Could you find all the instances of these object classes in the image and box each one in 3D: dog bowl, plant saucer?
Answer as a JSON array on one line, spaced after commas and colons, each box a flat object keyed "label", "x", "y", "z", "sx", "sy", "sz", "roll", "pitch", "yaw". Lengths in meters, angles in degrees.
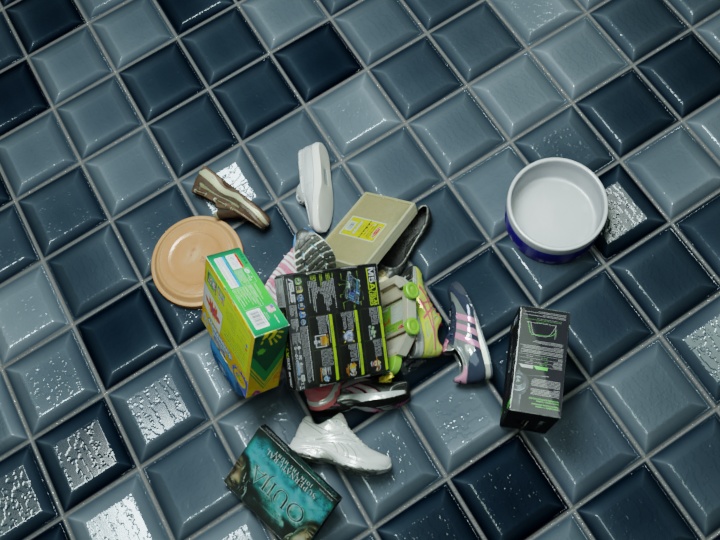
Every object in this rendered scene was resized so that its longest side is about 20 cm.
[{"label": "dog bowl", "x": 0.391, "y": -0.119, "z": 1.557, "sx": 0.196, "sy": 0.079, "sz": 0.204, "roll": -2, "pitch": 69, "yaw": 4}, {"label": "plant saucer", "x": -0.340, "y": -0.021, "z": 1.610, "sx": 0.196, "sy": 0.032, "sz": 0.204, "roll": -1, "pitch": 70, "yaw": 4}]

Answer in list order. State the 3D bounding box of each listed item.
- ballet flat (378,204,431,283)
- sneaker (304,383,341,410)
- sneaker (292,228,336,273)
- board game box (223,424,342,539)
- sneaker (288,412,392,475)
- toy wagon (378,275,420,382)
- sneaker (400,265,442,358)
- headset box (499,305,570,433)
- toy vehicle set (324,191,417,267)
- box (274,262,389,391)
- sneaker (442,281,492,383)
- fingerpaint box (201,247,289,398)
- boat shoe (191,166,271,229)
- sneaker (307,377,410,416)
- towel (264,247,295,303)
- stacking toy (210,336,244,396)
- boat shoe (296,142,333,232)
[{"label": "ballet flat", "x": 0.079, "y": -0.052, "z": 1.571, "sx": 0.066, "sy": 0.057, "sz": 0.202, "roll": 28, "pitch": 75, "yaw": 15}, {"label": "sneaker", "x": -0.054, "y": 0.157, "z": 1.440, "sx": 0.073, "sy": 0.087, "sz": 0.202, "roll": -1, "pitch": 47, "yaw": 28}, {"label": "sneaker", "x": -0.085, "y": -0.008, "z": 1.440, "sx": 0.078, "sy": 0.201, "sz": 0.090, "roll": -31, "pitch": 48, "yaw": -7}, {"label": "board game box", "x": -0.144, "y": 0.400, "z": 1.411, "sx": 0.199, "sy": 0.028, "sz": 0.136, "roll": 39, "pitch": 103, "yaw": 18}, {"label": "sneaker", "x": -0.031, "y": 0.317, "z": 1.437, "sx": 0.196, "sy": 0.078, "sz": 0.101, "roll": 14, "pitch": 68, "yaw": 9}, {"label": "toy wagon", "x": 0.057, "y": 0.116, "z": 1.469, "sx": 0.039, "sy": 0.154, "sz": 0.204, "roll": 14, "pitch": 63, "yaw": -32}, {"label": "sneaker", "x": 0.117, "y": 0.086, "z": 1.517, "sx": 0.089, "sy": 0.078, "sz": 0.203, "roll": 14, "pitch": 57, "yaw": -26}, {"label": "headset box", "x": 0.312, "y": 0.190, "z": 1.400, "sx": 0.091, "sy": 0.175, "sz": 0.204, "roll": 8, "pitch": 72, "yaw": 7}, {"label": "toy vehicle set", "x": 0.011, "y": -0.074, "z": 1.534, "sx": 0.123, "sy": 0.027, "sz": 0.201, "roll": 17, "pitch": 52, "yaw": 32}, {"label": "box", "x": -0.048, "y": 0.097, "z": 1.373, "sx": 0.190, "sy": 0.047, "sz": 0.204, "roll": -8, "pitch": 91, "yaw": -30}, {"label": "sneaker", "x": 0.189, "y": 0.120, "z": 1.491, "sx": 0.081, "sy": 0.070, "sz": 0.203, "roll": -15, "pitch": 68, "yaw": -5}, {"label": "fingerpaint box", "x": -0.208, "y": 0.091, "z": 1.376, "sx": 0.072, "sy": 0.169, "sz": 0.201, "roll": -16, "pitch": 51, "yaw": -30}, {"label": "boat shoe", "x": -0.276, "y": -0.135, "z": 1.632, "sx": 0.201, "sy": 0.075, "sz": 0.075, "roll": 37, "pitch": 89, "yaw": 23}, {"label": "sneaker", "x": -0.004, "y": 0.219, "z": 1.469, "sx": 0.196, "sy": 0.081, "sz": 0.088, "roll": -5, "pitch": 65, "yaw": 1}, {"label": "towel", "x": -0.114, "y": 0.046, "z": 1.501, "sx": 0.145, "sy": 0.030, "sz": 0.201, "roll": 31, "pitch": 40, "yaw": 1}, {"label": "stacking toy", "x": -0.184, "y": 0.140, "z": 1.510, "sx": 0.198, "sy": 0.117, "sz": 0.110, "roll": -30, "pitch": 65, "yaw": -19}, {"label": "boat shoe", "x": -0.103, "y": -0.172, "z": 1.629, "sx": 0.067, "sy": 0.072, "sz": 0.204, "roll": -12, "pitch": 75, "yaw": 23}]
